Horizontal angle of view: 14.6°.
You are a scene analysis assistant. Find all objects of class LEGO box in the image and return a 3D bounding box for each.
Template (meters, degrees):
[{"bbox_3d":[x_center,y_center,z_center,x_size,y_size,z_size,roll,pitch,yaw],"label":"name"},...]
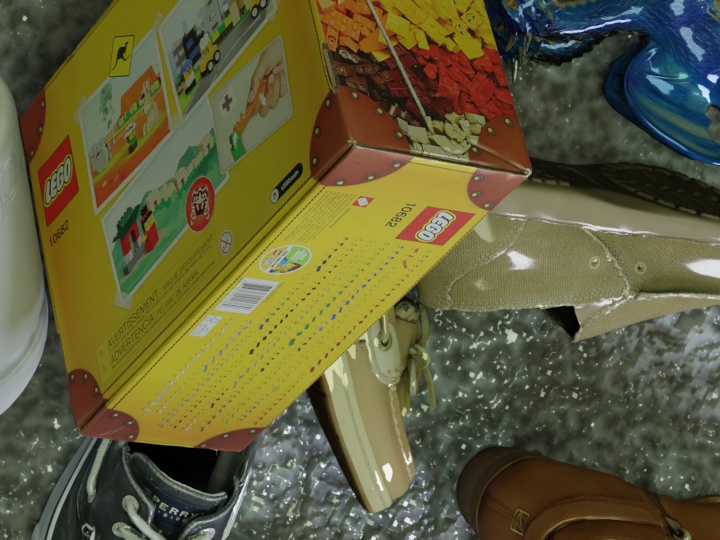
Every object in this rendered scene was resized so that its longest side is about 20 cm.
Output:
[{"bbox_3d":[-0.039,-0.047,1.034,0.077,0.200,0.149,9,54,-34],"label":"LEGO box"}]

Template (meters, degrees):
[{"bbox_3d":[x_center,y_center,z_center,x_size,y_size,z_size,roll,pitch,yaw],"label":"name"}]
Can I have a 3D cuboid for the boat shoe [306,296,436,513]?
[{"bbox_3d":[0.000,0.000,1.150,0.063,0.073,0.200,-14,101,-9],"label":"boat shoe"}]

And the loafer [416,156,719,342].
[{"bbox_3d":[0.100,-0.007,1.170,0.200,0.076,0.068,11,107,-27],"label":"loafer"}]

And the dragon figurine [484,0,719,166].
[{"bbox_3d":[0.139,-0.078,1.177,0.200,0.059,0.099,41,89,-10],"label":"dragon figurine"}]

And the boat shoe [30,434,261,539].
[{"bbox_3d":[-0.080,0.090,1.146,0.072,0.068,0.200,24,92,-16],"label":"boat shoe"}]

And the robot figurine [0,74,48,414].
[{"bbox_3d":[-0.179,-0.011,1.057,0.170,0.113,0.200,-55,154,-38],"label":"robot figurine"}]

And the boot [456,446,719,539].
[{"bbox_3d":[0.144,0.130,1.164,0.200,0.155,0.077,27,91,-17],"label":"boot"}]
